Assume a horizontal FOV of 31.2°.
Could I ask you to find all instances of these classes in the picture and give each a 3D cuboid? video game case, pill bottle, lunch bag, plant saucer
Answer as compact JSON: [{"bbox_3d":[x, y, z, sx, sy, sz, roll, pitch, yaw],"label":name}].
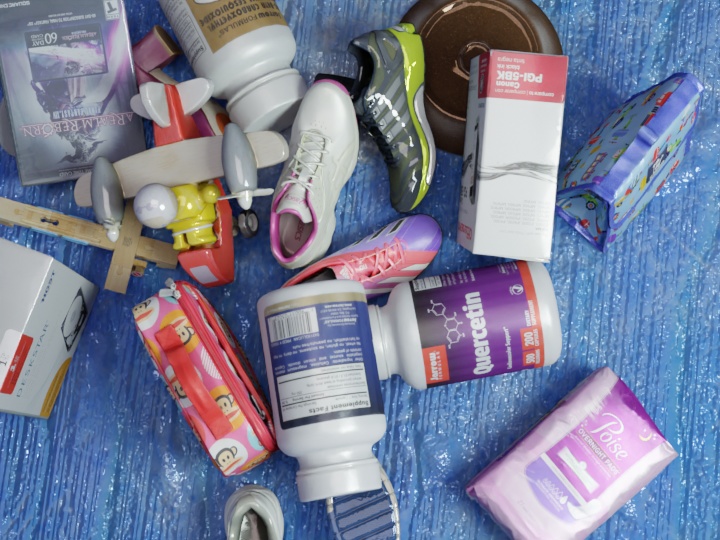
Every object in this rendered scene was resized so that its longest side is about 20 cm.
[{"bbox_3d":[-0.309,-0.197,1.371,0.141,0.019,0.203,-8,105,-3],"label":"video game case"},{"bbox_3d":[-0.133,-0.248,1.383,0.113,0.114,0.202,-27,82,-3],"label":"pill bottle"},{"bbox_3d":[0.102,0.058,1.331,0.197,0.112,0.114,-11,81,0],"label":"pill bottle"},{"bbox_3d":[-0.034,0.118,1.256,0.109,0.111,0.203,-9,81,0],"label":"pill bottle"},{"bbox_3d":[-0.156,0.109,1.298,0.081,0.176,0.201,-31,83,-1],"label":"lunch bag"},{"bbox_3d":[0.127,-0.227,1.412,0.197,0.037,0.203,0,82,2],"label":"plant saucer"},{"bbox_3d":[0.274,-0.119,1.308,0.094,0.200,0.151,40,85,7],"label":"lunch bag"}]

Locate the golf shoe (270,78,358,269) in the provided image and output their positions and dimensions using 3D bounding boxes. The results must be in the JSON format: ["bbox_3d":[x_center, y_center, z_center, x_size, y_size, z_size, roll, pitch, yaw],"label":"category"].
[{"bbox_3d":[-0.050,-0.095,1.328,0.074,0.092,0.203,12,102,9],"label":"golf shoe"}]

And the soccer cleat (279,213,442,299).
[{"bbox_3d":[0.000,0.000,1.362,0.198,0.073,0.069,-28,81,-2],"label":"soccer cleat"}]

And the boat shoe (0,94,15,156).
[{"bbox_3d":[-0.348,-0.224,1.411,0.070,0.070,0.202,14,106,-22],"label":"boat shoe"}]

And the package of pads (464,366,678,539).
[{"bbox_3d":[0.216,0.206,1.324,0.199,0.076,0.121,-40,85,-4],"label":"package of pads"}]

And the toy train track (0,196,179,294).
[{"bbox_3d":[-0.294,-0.036,1.387,0.197,0.033,0.116,16,65,-11],"label":"toy train track"}]

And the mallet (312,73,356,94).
[{"bbox_3d":[-0.027,-0.113,1.402,0.065,0.041,0.203,4,85,6],"label":"mallet"}]

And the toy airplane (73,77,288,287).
[{"bbox_3d":[-0.188,-0.096,1.312,0.198,0.141,0.201,33,122,5],"label":"toy airplane"}]

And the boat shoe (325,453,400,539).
[{"bbox_3d":[-0.007,0.214,1.330,0.071,0.072,0.202,-17,79,-2],"label":"boat shoe"}]

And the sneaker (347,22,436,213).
[{"bbox_3d":[0.026,-0.160,1.367,0.080,0.074,0.203,-7,89,-27],"label":"sneaker"}]

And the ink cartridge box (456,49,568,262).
[{"bbox_3d":[0.152,-0.117,1.315,0.082,0.147,0.203,4,95,-3],"label":"ink cartridge box"}]

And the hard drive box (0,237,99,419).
[{"bbox_3d":[-0.347,0.062,1.300,0.076,0.200,0.158,20,83,5],"label":"hard drive box"}]

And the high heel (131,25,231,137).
[{"bbox_3d":[-0.202,-0.162,1.410,0.096,0.067,0.201,-36,82,18],"label":"high heel"}]

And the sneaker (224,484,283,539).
[{"bbox_3d":[-0.103,0.320,1.303,0.077,0.099,0.203,-16,81,-1],"label":"sneaker"}]
